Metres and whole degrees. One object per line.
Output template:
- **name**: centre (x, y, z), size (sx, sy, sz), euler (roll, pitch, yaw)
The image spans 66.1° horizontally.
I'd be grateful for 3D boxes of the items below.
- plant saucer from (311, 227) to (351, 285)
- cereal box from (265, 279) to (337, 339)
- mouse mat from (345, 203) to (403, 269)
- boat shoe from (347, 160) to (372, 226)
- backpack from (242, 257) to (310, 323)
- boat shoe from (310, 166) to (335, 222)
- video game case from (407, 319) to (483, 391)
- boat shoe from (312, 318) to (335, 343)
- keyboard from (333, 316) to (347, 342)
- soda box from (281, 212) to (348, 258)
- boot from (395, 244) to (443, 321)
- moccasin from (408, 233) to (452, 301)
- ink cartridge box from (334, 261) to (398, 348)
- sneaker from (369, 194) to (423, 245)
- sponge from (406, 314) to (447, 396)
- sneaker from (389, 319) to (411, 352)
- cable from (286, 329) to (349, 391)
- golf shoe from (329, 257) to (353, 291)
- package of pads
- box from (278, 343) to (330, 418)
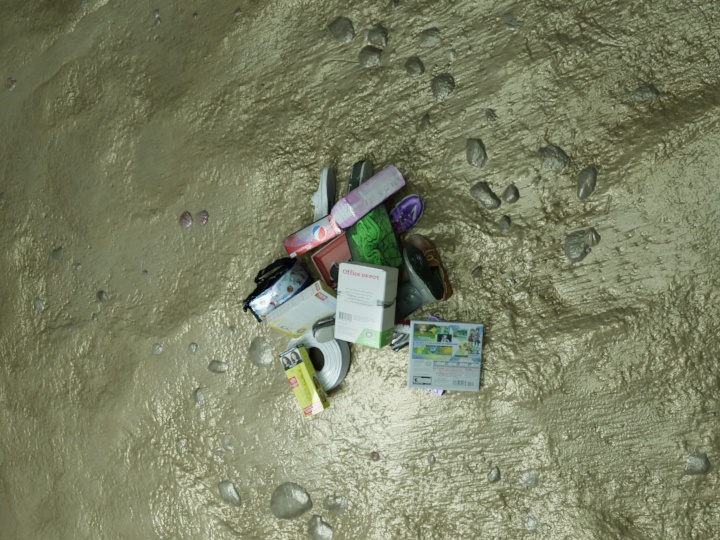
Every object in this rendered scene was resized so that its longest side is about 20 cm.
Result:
- **plant saucer**: centre (-0.019, -0.011, 1.637), size (0.198, 0.037, 0.202), euler (-34, 76, 12)
- **cereal box**: centre (-0.151, 0.116, 1.581), size (0.198, 0.144, 0.040), euler (-33, 54, 15)
- **mouse mat**: centre (0.034, -0.066, 1.520), size (0.160, 0.007, 0.203), euler (-34, 57, 30)
- **boat shoe**: centre (-0.012, -0.226, 1.630), size (0.056, 0.066, 0.204), euler (6, 78, 40)
- **backpack**: centre (-0.236, 0.060, 1.658), size (0.154, 0.201, 0.190), euler (42, 110, -15)
- **boat shoe**: centre (-0.119, -0.213, 1.678), size (0.068, 0.071, 0.205), euler (3, 97, 20)
- **video game case**: centre (0.228, 0.230, 1.498), size (0.196, 0.022, 0.186), euler (3, 95, 0)
- **boat shoe**: centre (-0.045, 0.155, 1.599), size (0.057, 0.196, 0.068), euler (-124, 28, -53)
- **keyboard**: centre (-0.056, 0.113, 1.672), size (0.055, 0.011, 0.205), euler (5, 90, 23)
- **soda box**: centre (-0.132, -0.108, 1.627), size (0.198, 0.070, 0.064), euler (-24, 100, 27)
- **boot**: centre (0.115, 0.042, 1.525), size (0.199, 0.072, 0.184), euler (-25, 94, 50)
- **moccasin**: centre (0.188, -0.008, 1.536), size (0.073, 0.077, 0.205), euler (-23, 80, 20)
- **ink cartridge box**: centre (0.015, 0.086, 1.458), size (0.143, 0.084, 0.204), euler (10, 100, 29)
- **sneaker**: centre (0.103, -0.129, 1.557), size (0.081, 0.083, 0.200), euler (45, 92, -4)
- **sponge**: centre (0.210, 0.237, 1.547), size (0.110, 0.030, 0.204), euler (21, 97, 22)
- **sneaker**: centre (0.084, 0.183, 1.540), size (0.196, 0.074, 0.089), euler (4, 100, 3)
- **cable**: centre (-0.130, 0.262, 1.665), size (0.198, 0.069, 0.203), euler (32, 103, 20)
- **golf shoe**: centre (0.000, 0.000, 1.574), size (0.196, 0.077, 0.090), euler (-12, 77, 16)
- **package of pads**: centre (0.020, -0.205, 1.535), size (0.199, 0.120, 0.076), euler (-38, 98, -24)
- **box**: centre (-0.165, 0.321, 1.617), size (0.074, 0.050, 0.203), euler (-27, 82, 20)
